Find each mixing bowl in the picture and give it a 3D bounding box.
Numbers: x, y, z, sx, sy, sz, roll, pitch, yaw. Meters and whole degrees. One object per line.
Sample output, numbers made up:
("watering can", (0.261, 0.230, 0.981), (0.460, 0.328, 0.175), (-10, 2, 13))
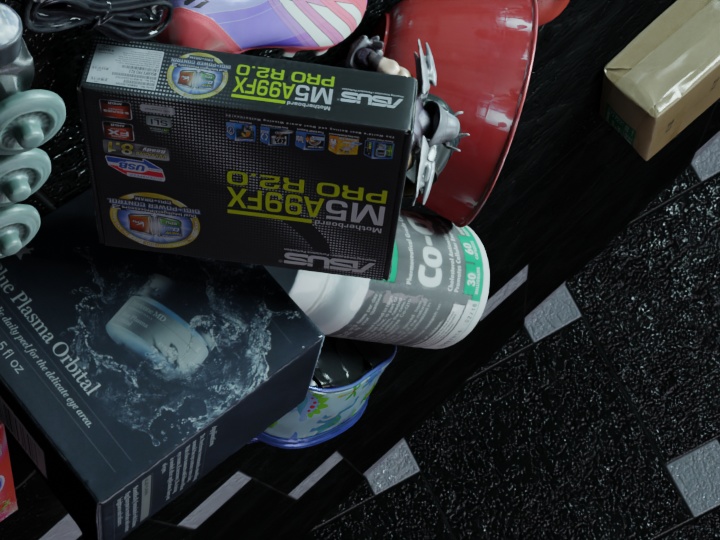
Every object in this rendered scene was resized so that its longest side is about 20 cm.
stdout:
("mixing bowl", (0.057, -0.146, 1.091), (0.200, 0.108, 0.202), (-164, -90, -80))

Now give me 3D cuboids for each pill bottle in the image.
("pill bottle", (0.000, 0.000, 1.097), (0.199, 0.113, 0.113), (9, 132, -41))

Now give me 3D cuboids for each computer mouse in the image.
("computer mouse", (-0.105, -0.202, 0.702), (0.200, 0.046, 0.140), (-46, 166, 27))

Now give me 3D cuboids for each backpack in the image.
("backpack", (-0.079, 0.062, 1.190), (0.183, 0.200, 0.147), (-26, 150, -49))

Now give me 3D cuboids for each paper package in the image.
("paper package", (0.418, -0.264, 1.814), (0.190, 0.104, 0.200), (-41, 167, -1))

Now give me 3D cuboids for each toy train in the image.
("toy train", (-0.228, -0.062, 0.719), (0.113, 0.086, 0.200), (-19, 158, -30))

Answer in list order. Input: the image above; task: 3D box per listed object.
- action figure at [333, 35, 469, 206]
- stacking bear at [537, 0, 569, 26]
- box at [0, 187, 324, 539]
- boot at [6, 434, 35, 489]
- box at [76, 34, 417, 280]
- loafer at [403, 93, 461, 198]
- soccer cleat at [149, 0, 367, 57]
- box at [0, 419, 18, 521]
("action figure", (-0.022, -0.103, 0.933), (0.198, 0.131, 0.069), (3, 156, -9))
("stacking bear", (0.174, -0.279, 1.116), (0.113, 0.122, 0.200), (-32, 170, -41))
("box", (-0.166, 0.054, 0.973), (0.200, 0.197, 0.118), (-36, 164, -25))
("boot", (-0.259, 0.122, 1.226), (0.189, 0.068, 0.200), (-57, 170, 4))
("box", (-0.070, -0.066, 0.856), (0.161, 0.198, 0.045), (99, -1, -55))
("loafer", (-0.026, -0.086, 1.013), (0.073, 0.199, 0.073), (56, 42, -38))
("soccer cleat", (-0.054, -0.180, 0.870), (0.199, 0.067, 0.077), (-23, 152, -47))
("box", (-0.324, 0.143, 1.009), (0.099, 0.096, 0.200), (-36, 165, -25))
